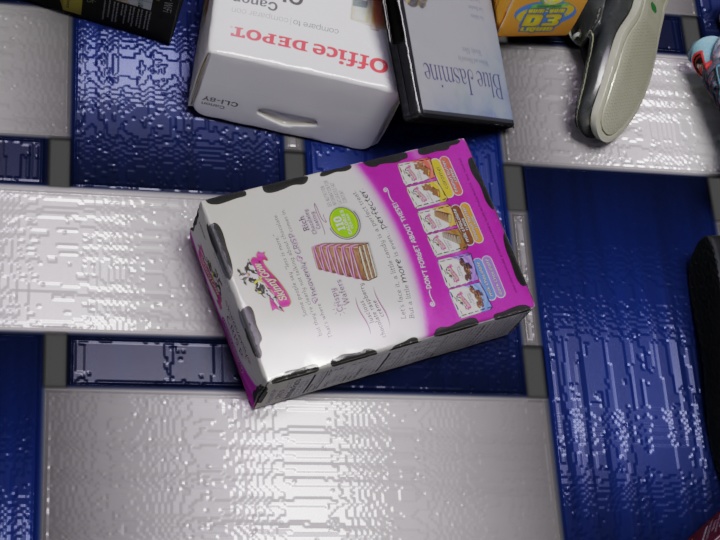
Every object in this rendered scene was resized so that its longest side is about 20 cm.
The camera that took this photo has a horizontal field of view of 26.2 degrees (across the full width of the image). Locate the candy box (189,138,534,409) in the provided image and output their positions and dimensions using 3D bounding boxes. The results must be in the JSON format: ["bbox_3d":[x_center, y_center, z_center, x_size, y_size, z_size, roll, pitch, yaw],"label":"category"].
[{"bbox_3d":[0.000,0.000,1.057,0.200,0.061,0.136,-14,71,-20],"label":"candy box"}]

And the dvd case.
[{"bbox_3d":[0.055,-0.201,1.110,0.143,0.018,0.200,-3,82,-58],"label":"dvd case"}]

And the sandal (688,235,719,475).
[{"bbox_3d":[0.274,0.066,1.089,0.048,0.075,0.201,2,65,-9],"label":"sandal"}]

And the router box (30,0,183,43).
[{"bbox_3d":[-0.185,-0.245,1.040,0.157,0.200,0.052,17,64,-8],"label":"router box"}]

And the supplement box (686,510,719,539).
[{"bbox_3d":[0.278,0.185,0.971,0.110,0.086,0.200,45,107,7],"label":"supplement box"}]

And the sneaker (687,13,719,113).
[{"bbox_3d":[0.294,-0.139,1.198,0.095,0.079,0.200,20,54,6],"label":"sneaker"}]

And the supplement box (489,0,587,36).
[{"bbox_3d":[0.120,-0.278,1.200,0.067,0.069,0.200,-2,60,-16],"label":"supplement box"}]

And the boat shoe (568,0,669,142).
[{"bbox_3d":[0.194,-0.188,1.201,0.068,0.072,0.200,4,67,30],"label":"boat shoe"}]

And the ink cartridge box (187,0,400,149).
[{"bbox_3d":[-0.037,-0.205,1.126,0.145,0.083,0.200,11,64,-11],"label":"ink cartridge box"}]
